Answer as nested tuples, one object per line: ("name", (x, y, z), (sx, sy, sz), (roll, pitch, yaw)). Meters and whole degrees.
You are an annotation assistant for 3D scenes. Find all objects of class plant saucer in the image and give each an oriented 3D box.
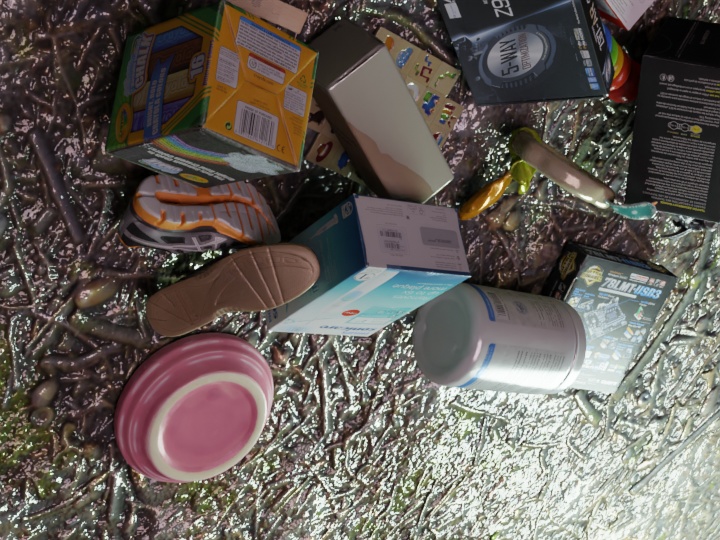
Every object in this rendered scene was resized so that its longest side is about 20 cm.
("plant saucer", (-0.186, 0.170, 1.431), (0.199, 0.051, 0.202), (-17, 126, -24))

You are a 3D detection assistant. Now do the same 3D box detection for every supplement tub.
("supplement tub", (0.177, 0.089, 1.570), (0.199, 0.132, 0.133), (10, 112, -37))

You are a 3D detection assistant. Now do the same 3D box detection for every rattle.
("rattle", (0.245, -0.073, 1.489), (0.199, 0.130, 0.144), (32, 86, -19))

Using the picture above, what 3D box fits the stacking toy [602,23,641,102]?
("stacking toy", (0.279, -0.257, 1.461), (0.199, 0.085, 0.086), (21, 106, -47))

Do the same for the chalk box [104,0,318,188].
("chalk box", (-0.155, -0.159, 1.171), (0.124, 0.199, 0.125), (20, 73, -42))

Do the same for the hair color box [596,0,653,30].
("hair color box", (0.332, -0.393, 1.413), (0.200, 0.064, 0.111), (-49, 132, 4))

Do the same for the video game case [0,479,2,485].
("video game case", (-0.499, 0.215, 1.265), (0.180, 0.025, 0.201), (-37, 132, -9))

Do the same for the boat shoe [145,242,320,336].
("boat shoe", (-0.134, 0.012, 1.313), (0.199, 0.065, 0.072), (-22, 107, 15))

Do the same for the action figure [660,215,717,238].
("action figure", (0.488, -0.118, 1.669), (0.118, 0.102, 0.201), (5, 114, -49))

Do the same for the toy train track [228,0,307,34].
("toy train track", (-0.091, -0.307, 1.208), (0.114, 0.033, 0.201), (19, 101, -33))

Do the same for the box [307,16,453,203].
("box", (0.015, -0.163, 1.318), (0.078, 0.095, 0.200), (-38, 131, -6))

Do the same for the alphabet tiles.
("alphabet tiles", (0.026, -0.177, 1.384), (0.199, 0.006, 0.167), (20, 106, -41))

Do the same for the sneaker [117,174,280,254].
("sneaker", (-0.169, -0.052, 1.296), (0.199, 0.079, 0.077), (10, 141, -44))

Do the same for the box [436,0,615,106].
("box", (0.175, -0.271, 1.326), (0.201, 0.159, 0.044), (63, 39, -42))

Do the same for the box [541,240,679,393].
("box", (0.325, 0.070, 1.713), (0.199, 0.050, 0.200), (10, 111, -37))

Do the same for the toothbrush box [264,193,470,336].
("toothbrush box", (0.000, 0.000, 1.356), (0.145, 0.086, 0.200), (6, 156, -37))

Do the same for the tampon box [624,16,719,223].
("tampon box", (0.413, -0.187, 1.517), (0.150, 0.125, 0.201), (-51, 148, -51))
